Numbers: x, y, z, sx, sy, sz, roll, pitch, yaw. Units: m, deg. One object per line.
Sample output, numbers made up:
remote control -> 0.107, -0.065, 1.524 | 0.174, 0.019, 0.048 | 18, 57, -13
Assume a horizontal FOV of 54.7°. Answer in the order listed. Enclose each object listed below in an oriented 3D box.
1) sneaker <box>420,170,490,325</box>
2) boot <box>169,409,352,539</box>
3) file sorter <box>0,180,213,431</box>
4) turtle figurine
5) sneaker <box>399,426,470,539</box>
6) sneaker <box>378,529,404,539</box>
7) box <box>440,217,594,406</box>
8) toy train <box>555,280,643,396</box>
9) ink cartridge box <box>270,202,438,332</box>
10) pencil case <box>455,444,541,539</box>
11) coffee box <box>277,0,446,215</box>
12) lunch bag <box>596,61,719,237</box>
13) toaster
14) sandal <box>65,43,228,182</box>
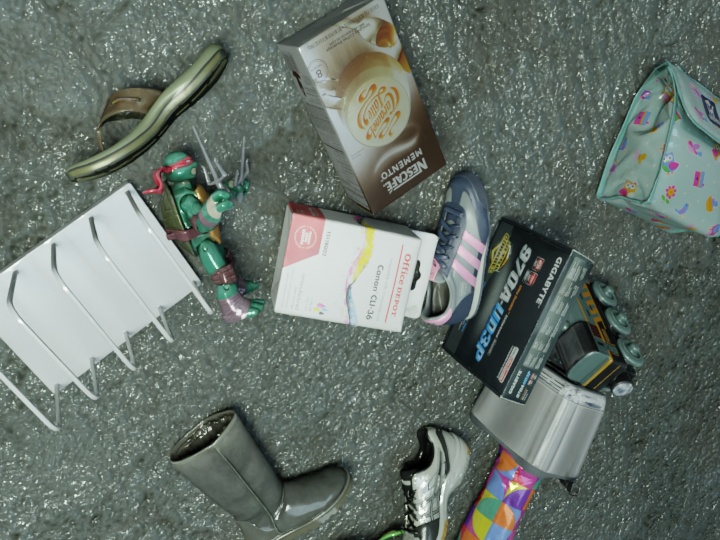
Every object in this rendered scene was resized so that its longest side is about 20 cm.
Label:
sneaker -> 0.117, -0.023, 0.894 | 0.080, 0.070, 0.206 | -13, 112, -34
boot -> -0.120, 0.253, 0.888 | 0.180, 0.072, 0.203 | -33, 112, -14
file sorter -> -0.268, 0.037, 0.700 | 0.198, 0.124, 0.140 | -37, 119, -9
turtle figurine -> -0.155, -0.055, 0.725 | 0.098, 0.151, 0.205 | -11, 113, 7
sneaker -> 0.083, 0.322, 0.989 | 0.086, 0.075, 0.204 | 30, 68, -21
sneaker -> 0.046, 0.477, 1.031 | 0.075, 0.084, 0.206 | 3, 106, -27
box -> 0.199, 0.048, 0.914 | 0.045, 0.159, 0.204 | 21, 99, -28
toy train -> 0.316, 0.079, 0.971 | 0.112, 0.203, 0.086 | 21, 129, -25
ink cartridge box -> 0.000, 0.000, 0.828 | 0.194, 0.068, 0.120 | 9, 103, -15
pencil case -> 0.211, 0.372, 1.080 | 0.087, 0.088, 0.204 | 21, 100, -30
coffee box -> 0.005, -0.185, 0.782 | 0.113, 0.080, 0.203 | -34, 119, -11
lunch bag -> 0.452, -0.169, 0.988 | 0.167, 0.121, 0.205 | 18, 91, -27
toaster -> 0.250, 0.198, 0.967 | 0.112, 0.200, 0.132 | 18, 101, -31
sandal -> -0.216, -0.161, 0.693 | 0.057, 0.080, 0.201 | 46, 78, -14
